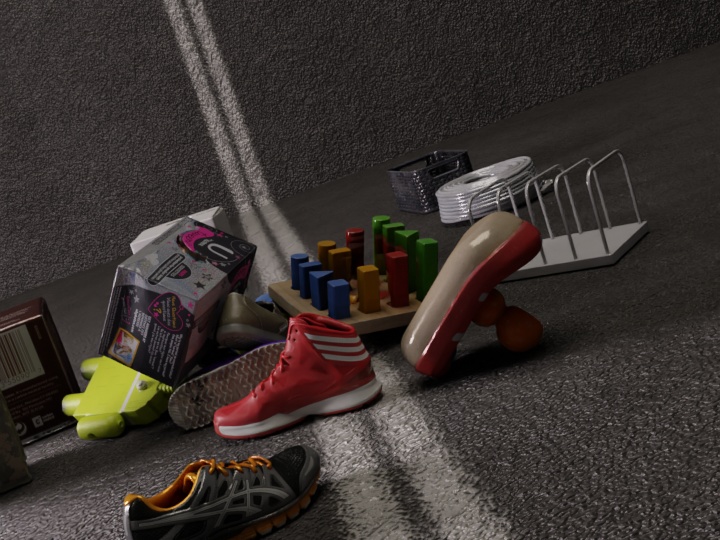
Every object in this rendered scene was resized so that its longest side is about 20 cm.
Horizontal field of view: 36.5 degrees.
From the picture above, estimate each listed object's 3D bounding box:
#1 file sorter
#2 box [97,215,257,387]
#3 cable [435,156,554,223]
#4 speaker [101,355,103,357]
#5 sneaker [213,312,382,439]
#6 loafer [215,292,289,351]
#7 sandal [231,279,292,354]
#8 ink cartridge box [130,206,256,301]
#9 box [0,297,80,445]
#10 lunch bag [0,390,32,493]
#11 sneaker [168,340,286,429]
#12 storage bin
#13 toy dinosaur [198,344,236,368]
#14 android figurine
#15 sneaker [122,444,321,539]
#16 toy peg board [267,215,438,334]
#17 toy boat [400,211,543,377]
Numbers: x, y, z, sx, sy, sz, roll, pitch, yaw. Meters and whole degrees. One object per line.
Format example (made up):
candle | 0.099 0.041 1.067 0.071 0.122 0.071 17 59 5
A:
file sorter | 0.265 -0.075 1.496 0.199 0.126 0.139 -11 13 38
box | -0.227 0.034 1.386 0.114 0.133 0.200 22 25 6
cable | 0.238 -0.149 2.037 0.199 0.070 0.199 -7 16 46
speaker | -0.342 0.107 1.759 0.081 0.082 0.200 -16 12 15
sneaker | -0.084 0.110 1.216 0.198 0.116 0.078 -17 11 8
loafer | -0.114 0.072 1.398 0.075 0.070 0.200 -9 -17 22
sandal | -0.119 0.066 1.528 0.087 0.080 0.199 31 31 27
ink cartridge box | -0.255 0.020 1.712 0.146 0.202 0.083 -17 12 8
box | -0.511 0.154 1.595 0.165 0.165 0.200 -22 11 -12
lunch bag | -0.527 0.213 1.336 0.199 0.165 0.117 -22 17 -17
sneaker | -0.137 0.127 1.347 0.198 0.070 0.100 -18 9 4
storage bin | 0.152 -0.190 2.319 0.134 0.094 0.200 -22 11 -13
toy dinosaur | -0.208 0.110 1.559 0.200 0.102 0.136 -38 -5 -16
android figurine | -0.309 0.148 1.461 0.199 0.041 0.183 -9 44 33
sneaker | -0.119 0.197 0.960 0.199 0.078 0.078 -25 11 -35
toy peg board | 0.000 0.000 1.447 0.198 0.099 0.200 -10 19 -24
toy boat | 0.140 0.039 1.183 0.201 0.130 0.131 -61 -5 22
